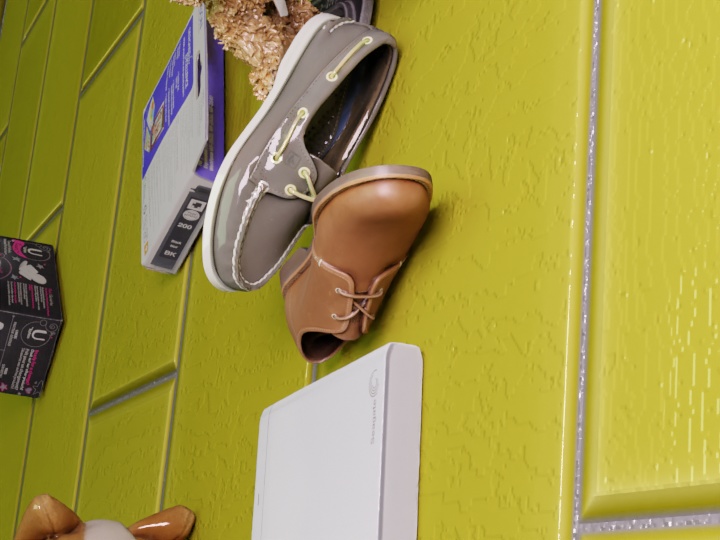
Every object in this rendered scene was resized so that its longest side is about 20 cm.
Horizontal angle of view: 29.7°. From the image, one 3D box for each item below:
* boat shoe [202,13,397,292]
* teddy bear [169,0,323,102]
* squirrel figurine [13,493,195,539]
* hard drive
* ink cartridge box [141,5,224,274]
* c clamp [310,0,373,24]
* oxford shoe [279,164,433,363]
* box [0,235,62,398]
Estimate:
[{"bbox_3d":[-0.039,-0.075,0.896,0.060,0.072,0.203,18,79,38],"label":"boat shoe"},{"bbox_3d":[-0.089,-0.205,0.928,0.066,0.200,0.146,-13,43,32],"label":"teddy bear"},{"bbox_3d":[-0.207,0.301,1.055,0.201,0.141,0.187,-54,40,22],"label":"squirrel figurine"},{"bbox_3d":[-0.020,0.133,0.852,0.200,0.026,0.133,-33,50,59],"label":"hard drive"},{"bbox_3d":[-0.161,-0.133,1.281,0.200,0.043,0.199,126,147,-48],"label":"ink cartridge box"},{"bbox_3d":[-0.038,-0.133,1.028,0.200,0.027,0.172,158,126,-65],"label":"c clamp"},{"bbox_3d":[0.000,0.000,0.825,0.200,0.071,0.072,120,148,-60],"label":"oxford shoe"},{"bbox_3d":[-0.475,0.059,1.832,0.200,0.114,0.133,-115,41,-56],"label":"box"}]
